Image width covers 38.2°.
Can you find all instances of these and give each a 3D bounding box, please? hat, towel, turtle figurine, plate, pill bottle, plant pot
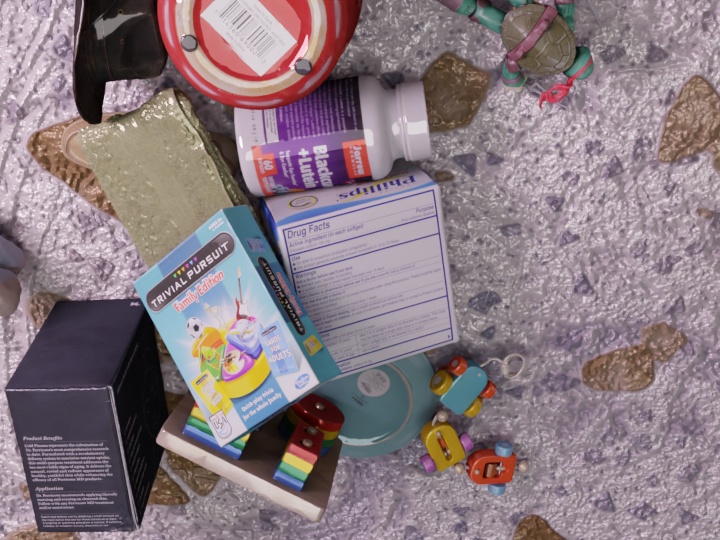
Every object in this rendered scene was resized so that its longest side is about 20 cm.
[{"bbox_3d":[-0.228,-0.243,1.023,0.080,0.201,0.202,4,117,-6],"label":"hat"},{"bbox_3d":[-0.199,-0.085,1.101,0.148,0.037,0.201,-18,115,22],"label":"towel"},{"bbox_3d":[0.180,-0.252,1.063,0.200,0.101,0.150,38,111,-10],"label":"turtle figurine"},{"bbox_3d":[-0.002,0.159,1.306,0.199,0.026,0.201,1,116,2],"label":"plate"},{"bbox_3d":[-0.026,-0.146,1.105,0.199,0.112,0.112,-8,116,5],"label":"pill bottle"},{"bbox_3d":[-0.094,-0.265,1.012,0.199,0.183,0.202,-1,115,-1],"label":"plant pot"}]

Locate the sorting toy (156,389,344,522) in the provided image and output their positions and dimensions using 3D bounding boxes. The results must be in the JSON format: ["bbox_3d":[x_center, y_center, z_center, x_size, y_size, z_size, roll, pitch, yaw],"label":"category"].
[{"bbox_3d":[-0.111,0.178,1.210,0.199,0.199,0.070,26,104,-2],"label":"sorting toy"}]

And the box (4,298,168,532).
[{"bbox_3d":[-0.310,0.165,1.215,0.123,0.200,0.198,-1,116,2],"label":"box"}]

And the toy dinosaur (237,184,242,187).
[{"bbox_3d":[-0.187,-0.045,1.189,0.105,0.061,0.201,2,138,-5],"label":"toy dinosaur"}]

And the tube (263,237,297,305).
[{"bbox_3d":[-0.116,0.029,1.152,0.050,0.200,0.078,-28,85,-27],"label":"tube"}]

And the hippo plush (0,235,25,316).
[{"bbox_3d":[-0.496,0.001,1.159,0.160,0.160,0.200,-31,113,14],"label":"hippo plush"}]

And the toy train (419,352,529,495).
[{"bbox_3d":[0.143,0.187,1.306,0.149,0.056,0.201,-3,111,-18],"label":"toy train"}]

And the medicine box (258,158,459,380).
[{"bbox_3d":[0.000,0.000,1.158,0.181,0.103,0.201,-15,116,-12],"label":"medicine box"}]

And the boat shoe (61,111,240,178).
[{"bbox_3d":[-0.234,-0.129,1.143,0.199,0.065,0.072,4,117,-2],"label":"boat shoe"}]

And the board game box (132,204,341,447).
[{"bbox_3d":[-0.131,0.058,1.072,0.151,0.047,0.201,-35,80,30],"label":"board game box"}]
